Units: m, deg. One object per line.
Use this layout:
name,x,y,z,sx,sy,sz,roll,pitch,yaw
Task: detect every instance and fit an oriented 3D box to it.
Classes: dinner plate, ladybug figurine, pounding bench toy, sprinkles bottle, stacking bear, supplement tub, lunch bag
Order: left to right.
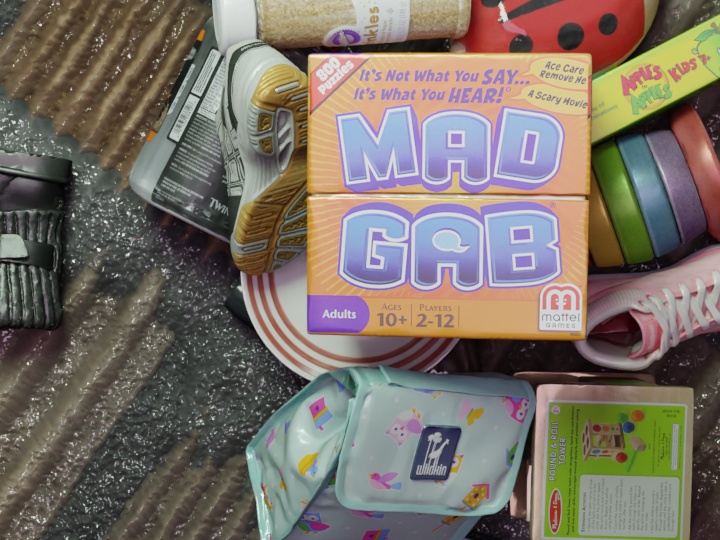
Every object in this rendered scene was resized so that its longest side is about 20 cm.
supplement tub,-0.101,-0.131,1.406,0.122,0.123,0.200,27,91,3
sprinkles bottle,-0.015,-0.210,1.323,0.200,0.068,0.068,-6,90,-9
dinner plate,0.000,0.000,1.389,0.200,0.024,0.201,0,91,-4
lunch bag,0.026,0.143,1.314,0.170,0.200,0.122,7,53,-28
ladybug figurine,0.163,-0.219,1.382,0.200,0.072,0.136,-30,85,-13
pounding bench toy,0.190,0.187,1.370,0.124,0.156,0.200,1,90,-4
stacking bear,0.202,-0.050,1.399,0.200,0.114,0.122,-20,89,8

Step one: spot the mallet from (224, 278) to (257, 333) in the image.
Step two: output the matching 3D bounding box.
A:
mallet,-0.032,-0.020,1.426,0.066,0.041,0.200,44,105,2

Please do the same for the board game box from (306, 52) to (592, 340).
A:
board game box,0.070,-0.059,1.261,0.199,0.200,0.200,1,95,5

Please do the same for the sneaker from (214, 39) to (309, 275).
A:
sneaker,-0.076,-0.091,1.318,0.076,0.088,0.200,-13,133,-27

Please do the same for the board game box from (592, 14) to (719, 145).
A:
board game box,0.243,-0.155,1.395,0.200,0.102,0.048,-27,88,3

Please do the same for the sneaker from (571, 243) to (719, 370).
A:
sneaker,0.265,0.035,1.386,0.200,0.105,0.076,-10,109,6

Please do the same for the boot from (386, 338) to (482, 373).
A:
boot,0.008,0.031,1.430,0.186,0.064,0.200,-9,92,-6

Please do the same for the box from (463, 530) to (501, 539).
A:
box,0.009,0.280,1.437,0.200,0.051,0.158,18,92,3

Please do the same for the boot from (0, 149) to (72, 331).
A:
boot,-0.354,-0.031,1.444,0.211,0.079,0.158,8,91,3
